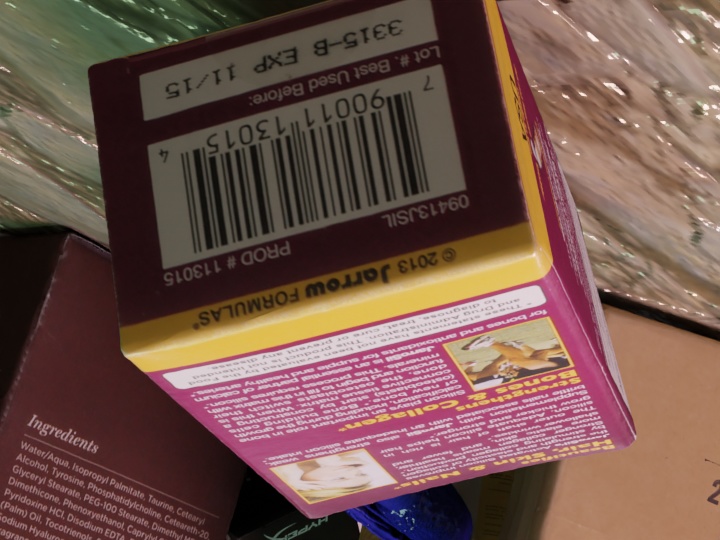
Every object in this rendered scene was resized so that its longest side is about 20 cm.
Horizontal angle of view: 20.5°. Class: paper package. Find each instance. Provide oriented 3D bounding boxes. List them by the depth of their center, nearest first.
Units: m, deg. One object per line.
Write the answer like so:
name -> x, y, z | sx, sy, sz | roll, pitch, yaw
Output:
paper package -> 0.158, 0.137, 0.872 | 0.199, 0.191, 0.103 | 18, 164, -4

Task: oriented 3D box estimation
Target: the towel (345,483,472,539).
towel -> -0.030, 0.055, 0.929 | 0.148, 0.049, 0.200 | 54, -175, 34

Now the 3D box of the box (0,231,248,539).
box -> -0.175, 0.103, 1.096 | 0.164, 0.201, 0.166 | 30, 160, -37

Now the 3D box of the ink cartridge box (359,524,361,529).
ink cartridge box -> -0.008, 0.183, 1.394 | 0.146, 0.086, 0.200 | 5, 160, 39

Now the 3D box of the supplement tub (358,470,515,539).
supplement tub -> 0.063, 0.181, 1.042 | 0.145, 0.200, 0.146 | 4, 118, 7

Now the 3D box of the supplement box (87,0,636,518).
supplement box -> 0.008, 0.000, 0.667 | 0.130, 0.104, 0.200 | -14, 156, 9

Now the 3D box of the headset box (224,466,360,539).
headset box -> -0.049, 0.188, 1.197 | 0.149, 0.075, 0.201 | 41, 150, 54
